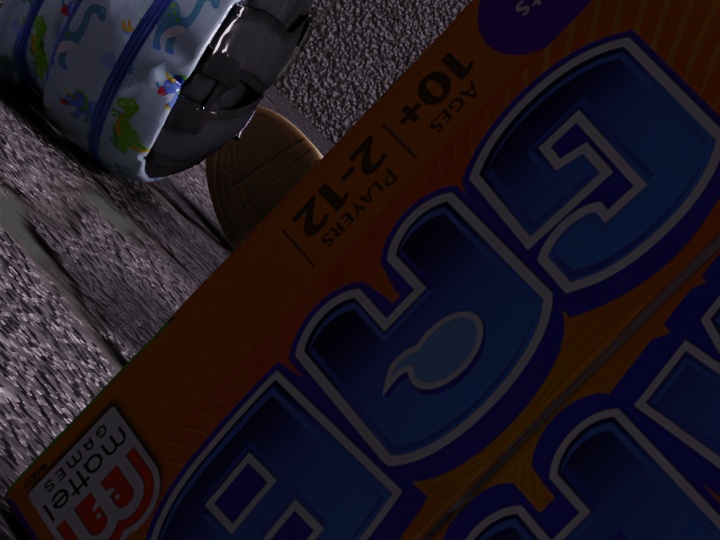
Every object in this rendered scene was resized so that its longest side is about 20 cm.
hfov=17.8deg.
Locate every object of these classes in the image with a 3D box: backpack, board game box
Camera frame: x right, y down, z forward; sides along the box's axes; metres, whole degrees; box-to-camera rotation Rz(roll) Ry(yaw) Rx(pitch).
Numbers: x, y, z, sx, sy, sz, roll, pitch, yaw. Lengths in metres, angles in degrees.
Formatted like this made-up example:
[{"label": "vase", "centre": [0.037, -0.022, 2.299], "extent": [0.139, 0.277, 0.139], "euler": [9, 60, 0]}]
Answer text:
[{"label": "backpack", "centre": [-0.100, -0.118, 1.145], "extent": [0.154, 0.163, 0.200], "euler": [34, 13, -13]}, {"label": "board game box", "centre": [0.084, 0.077, 0.537], "extent": [0.200, 0.200, 0.200], "euler": [39, 6, -48]}]

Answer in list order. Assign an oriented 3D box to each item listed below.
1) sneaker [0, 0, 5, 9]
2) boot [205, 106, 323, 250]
[{"label": "sneaker", "centre": [-0.227, -0.209, 1.290], "extent": [0.200, 0.070, 0.100], "euler": [45, 2, -3]}, {"label": "boot", "centre": [0.000, 0.000, 1.341], "extent": [0.200, 0.073, 0.155], "euler": [49, 9, 25]}]
